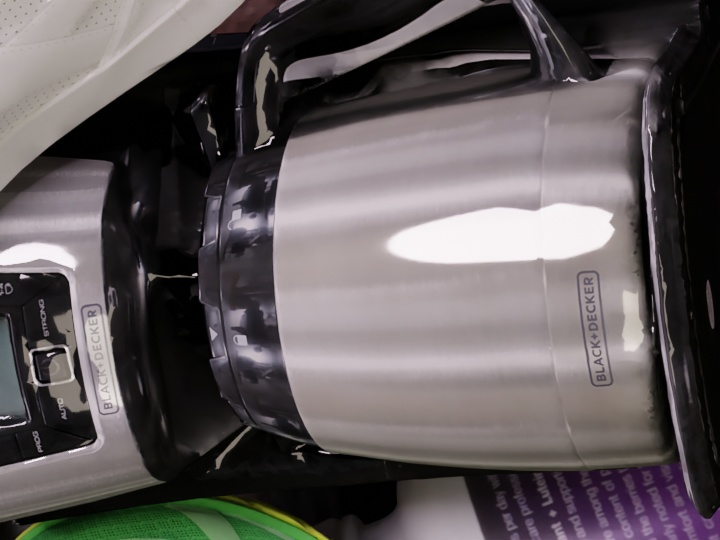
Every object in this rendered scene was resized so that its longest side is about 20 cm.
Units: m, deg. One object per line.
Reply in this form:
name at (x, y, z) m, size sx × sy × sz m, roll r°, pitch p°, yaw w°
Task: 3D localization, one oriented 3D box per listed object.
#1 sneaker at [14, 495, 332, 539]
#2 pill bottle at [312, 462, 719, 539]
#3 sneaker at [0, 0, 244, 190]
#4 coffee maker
sneaker at (-0.009, 0.120, 0.719) m, size 0.200 × 0.084 × 0.074 m, roll 29°, pitch 108°, yaw 10°
pill bottle at (0.078, 0.079, 0.797) m, size 0.200 × 0.111 × 0.112 m, roll -23°, pitch 120°, yaw 5°
sneaker at (-0.120, -0.052, 0.612) m, size 0.200 × 0.074 × 0.116 m, roll -43°, pitch 146°, yaw -4°
coffee maker at (0.000, 0.000, 0.718) m, size 0.200 × 0.192 × 0.135 m, roll -4°, pitch 83°, yaw 16°
